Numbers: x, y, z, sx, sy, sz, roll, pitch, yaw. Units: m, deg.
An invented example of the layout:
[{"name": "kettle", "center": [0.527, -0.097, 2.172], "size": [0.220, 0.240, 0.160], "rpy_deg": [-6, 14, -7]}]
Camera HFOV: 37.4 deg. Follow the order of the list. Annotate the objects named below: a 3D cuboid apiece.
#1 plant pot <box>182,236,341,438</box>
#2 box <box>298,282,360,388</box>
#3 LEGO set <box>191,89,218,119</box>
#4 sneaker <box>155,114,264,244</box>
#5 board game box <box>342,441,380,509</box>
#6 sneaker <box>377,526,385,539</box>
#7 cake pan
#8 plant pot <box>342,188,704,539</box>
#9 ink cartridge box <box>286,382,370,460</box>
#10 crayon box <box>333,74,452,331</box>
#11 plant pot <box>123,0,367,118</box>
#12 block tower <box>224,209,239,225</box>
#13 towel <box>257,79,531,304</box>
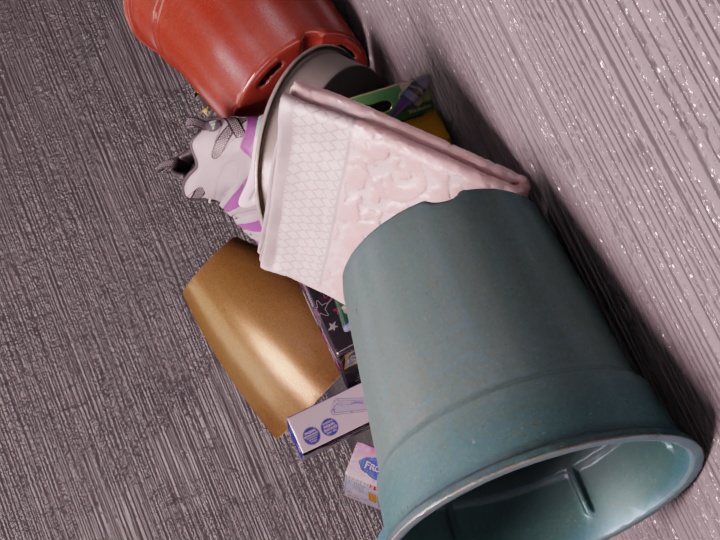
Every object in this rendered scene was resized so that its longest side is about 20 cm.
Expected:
[{"name": "plant pot", "center": [-0.107, 0.062, 1.255], "size": [0.200, 0.186, 0.186], "rpy_deg": [43, 171, -1]}, {"name": "box", "center": [0.000, 0.000, 1.147], "size": [0.115, 0.132, 0.201], "rpy_deg": [79, 166, -66]}, {"name": "LEGO set", "center": [-0.138, -0.224, 1.308], "size": [0.200, 0.115, 0.154], "rpy_deg": [72, -145, -58]}, {"name": "sneaker", "center": [-0.126, -0.081, 1.022], "size": [0.201, 0.139, 0.078], "rpy_deg": [91, -174, -52]}, {"name": "board game box", "center": [0.079, 0.264, 1.216], "size": [0.198, 0.041, 0.200], "rpy_deg": [22, 163, 4]}, {"name": "sneaker", "center": [0.119, 0.334, 1.172], "size": [0.199, 0.080, 0.130], "rpy_deg": [5, 154, 44]}, {"name": "cake pan", "center": [-0.024, -0.101, 0.962], "size": [0.037, 0.201, 0.201], "rpy_deg": [12, 137, 28]}, {"name": "plant pot", "center": [0.081, 0.068, 0.680], "size": [0.201, 0.199, 0.197], "rpy_deg": [81, 171, -57]}, {"name": "ink cartridge box", "center": [0.019, 0.140, 1.147], "size": [0.044, 0.199, 0.094], "rpy_deg": [63, 171, 11]}, {"name": "crayon box", "center": [0.021, -0.050, 0.894], "size": [0.052, 0.125, 0.201], "rpy_deg": [-110, 3, -51]}, {"name": "plant pot", "center": [-0.104, -0.233, 1.059], "size": [0.196, 0.200, 0.201], "rpy_deg": [54, 166, 28]}, {"name": "block tower", "center": [-0.092, -0.135, 1.224], "size": [0.058, 0.054, 0.201], "rpy_deg": [81, -152, -60]}, {"name": "towel", "center": [0.015, -0.031, 0.806], "size": [0.190, 0.032, 0.201], "rpy_deg": [25, 141, 8]}]
